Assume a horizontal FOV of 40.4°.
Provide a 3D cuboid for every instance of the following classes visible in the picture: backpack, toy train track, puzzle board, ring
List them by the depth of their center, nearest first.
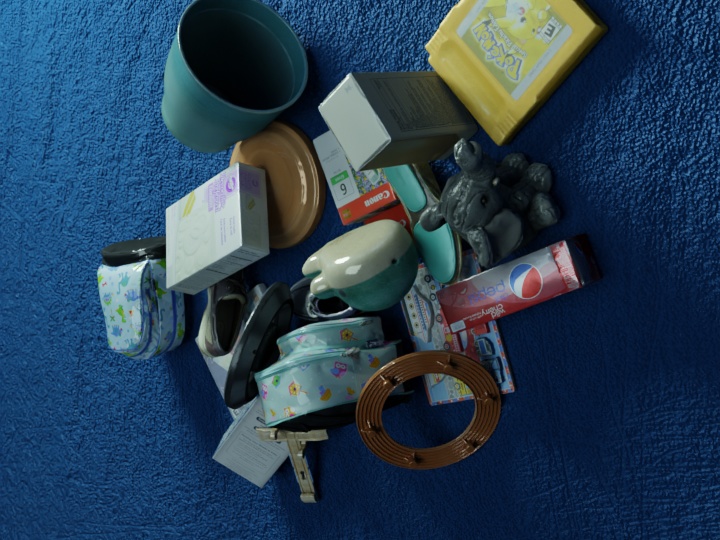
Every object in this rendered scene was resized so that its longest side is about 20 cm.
[{"bbox_3d":[0.093,0.195,1.322,0.019,0.199,0.201,-102,30,-59],"label":"ring"},{"bbox_3d":[0.126,0.083,1.364,0.150,0.017,0.201,-17,87,40],"label":"puzzle board"},{"bbox_3d":[-0.049,0.151,1.387,0.176,0.199,0.154,-25,82,55],"label":"backpack"},{"bbox_3d":[-0.101,0.298,1.535,0.114,0.033,0.201,-4,123,15],"label":"toy train track"},{"bbox_3d":[-0.381,0.054,1.715,0.162,0.154,0.201,-2,111,33],"label":"backpack"}]

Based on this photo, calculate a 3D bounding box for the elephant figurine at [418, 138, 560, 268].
[{"bbox_3d":[0.142,-0.077,1.197,0.141,0.200,0.156,-11,92,40],"label":"elephant figurine"}]

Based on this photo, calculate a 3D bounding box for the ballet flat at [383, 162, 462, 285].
[{"bbox_3d":[0.096,-0.078,1.325,0.071,0.071,0.201,-31,83,39],"label":"ballet flat"}]

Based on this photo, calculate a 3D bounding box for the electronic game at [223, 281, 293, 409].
[{"bbox_3d":[-0.150,0.111,1.444,0.041,0.200,0.201,21,114,9],"label":"electronic game"}]

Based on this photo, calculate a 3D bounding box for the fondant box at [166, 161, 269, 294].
[{"bbox_3d":[-0.227,-0.063,1.531,0.200,0.058,0.145,-25,60,39],"label":"fondant box"}]

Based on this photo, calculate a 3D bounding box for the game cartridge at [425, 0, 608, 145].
[{"bbox_3d":[0.186,-0.288,1.228,0.177,0.032,0.200,53,126,19],"label":"game cartridge"}]

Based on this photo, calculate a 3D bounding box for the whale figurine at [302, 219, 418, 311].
[{"bbox_3d":[0.000,0.000,1.345,0.200,0.159,0.104,-3,123,58],"label":"whale figurine"}]

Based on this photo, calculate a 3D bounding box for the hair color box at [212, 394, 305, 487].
[{"bbox_3d":[-0.147,0.253,1.574,0.100,0.061,0.200,32,124,-8],"label":"hair color box"}]

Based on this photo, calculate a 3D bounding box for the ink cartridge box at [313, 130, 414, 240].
[{"bbox_3d":[0.015,-0.116,1.394,0.109,0.050,0.201,-24,83,40],"label":"ink cartridge box"}]

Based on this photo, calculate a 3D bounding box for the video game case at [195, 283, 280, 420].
[{"bbox_3d":[-0.181,0.147,1.630,0.200,0.023,0.183,-39,74,38],"label":"video game case"}]

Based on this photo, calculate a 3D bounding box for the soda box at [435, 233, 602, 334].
[{"bbox_3d":[0.199,0.019,1.244,0.199,0.070,0.064,-23,85,35],"label":"soda box"}]

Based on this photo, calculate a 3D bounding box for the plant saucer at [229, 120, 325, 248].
[{"bbox_3d":[-0.138,-0.134,1.531,0.200,0.032,0.201,9,104,38],"label":"plant saucer"}]

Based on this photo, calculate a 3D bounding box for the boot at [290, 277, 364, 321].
[{"bbox_3d":[-0.058,0.042,1.461,0.199,0.090,0.073,-11,92,41],"label":"boot"}]

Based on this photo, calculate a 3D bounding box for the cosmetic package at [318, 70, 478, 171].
[{"bbox_3d":[0.052,-0.193,1.248,0.071,0.200,0.106,-40,73,38],"label":"cosmetic package"}]

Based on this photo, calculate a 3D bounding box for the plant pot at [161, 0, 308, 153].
[{"bbox_3d":[-0.207,-0.276,1.466,0.188,0.199,0.201,-40,73,53],"label":"plant pot"}]

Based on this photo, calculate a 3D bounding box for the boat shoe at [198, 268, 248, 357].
[{"bbox_3d":[-0.212,0.042,1.576,0.065,0.072,0.201,-1,76,49],"label":"boat shoe"}]
